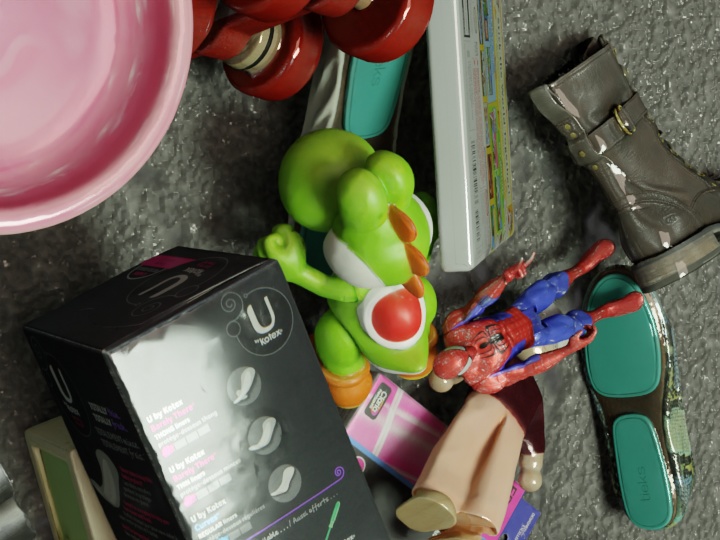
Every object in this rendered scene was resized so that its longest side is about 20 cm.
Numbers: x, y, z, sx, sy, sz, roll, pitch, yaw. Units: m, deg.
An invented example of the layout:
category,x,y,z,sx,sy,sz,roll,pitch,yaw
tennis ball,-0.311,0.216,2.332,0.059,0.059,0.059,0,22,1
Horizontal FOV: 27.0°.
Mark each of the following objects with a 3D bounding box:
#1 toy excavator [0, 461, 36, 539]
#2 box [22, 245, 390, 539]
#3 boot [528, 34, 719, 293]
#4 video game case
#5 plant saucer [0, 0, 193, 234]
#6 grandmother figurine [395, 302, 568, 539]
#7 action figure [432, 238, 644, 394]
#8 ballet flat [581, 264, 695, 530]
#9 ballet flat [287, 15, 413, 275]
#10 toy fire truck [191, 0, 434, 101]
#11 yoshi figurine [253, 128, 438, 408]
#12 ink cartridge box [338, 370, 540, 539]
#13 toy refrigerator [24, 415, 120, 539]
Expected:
category,x,y,z,sx,sy,sz,roll,pitch,yaw
toy excavator,-0.272,0.066,0.764,0.100,0.195,0.200,-35,68,-21
box,-0.076,0.099,0.786,0.106,0.122,0.201,-30,109,-27
boot,0.206,-0.090,1.066,0.200,0.069,0.175,-31,92,-54
video game case,0.069,-0.110,0.941,0.182,0.023,0.201,-31,117,-74
plant saucer,-0.176,-0.118,0.693,0.200,0.051,0.201,-3,96,-34
grandmother figurine,0.091,0.098,0.989,0.121,0.060,0.200,60,43,-35
action figure,0.126,0.022,0.957,0.200,0.099,0.065,-24,81,-43
ballet flat,0.206,0.088,1.097,0.074,0.074,0.201,-15,103,-31
ballet flat,-0.012,-0.085,0.926,0.069,0.069,0.201,-8,127,-32
toy fire truck,-0.053,-0.196,0.829,0.112,0.200,0.169,12,71,-48
yoshi figurine,-0.004,-0.012,0.896,0.200,0.112,0.113,90,14,-53
ink cartridge box,0.047,0.158,1.012,0.200,0.037,0.095,40,73,-30
toy refrigerator,-0.133,0.182,0.874,0.070,0.076,0.201,-20,105,-30
